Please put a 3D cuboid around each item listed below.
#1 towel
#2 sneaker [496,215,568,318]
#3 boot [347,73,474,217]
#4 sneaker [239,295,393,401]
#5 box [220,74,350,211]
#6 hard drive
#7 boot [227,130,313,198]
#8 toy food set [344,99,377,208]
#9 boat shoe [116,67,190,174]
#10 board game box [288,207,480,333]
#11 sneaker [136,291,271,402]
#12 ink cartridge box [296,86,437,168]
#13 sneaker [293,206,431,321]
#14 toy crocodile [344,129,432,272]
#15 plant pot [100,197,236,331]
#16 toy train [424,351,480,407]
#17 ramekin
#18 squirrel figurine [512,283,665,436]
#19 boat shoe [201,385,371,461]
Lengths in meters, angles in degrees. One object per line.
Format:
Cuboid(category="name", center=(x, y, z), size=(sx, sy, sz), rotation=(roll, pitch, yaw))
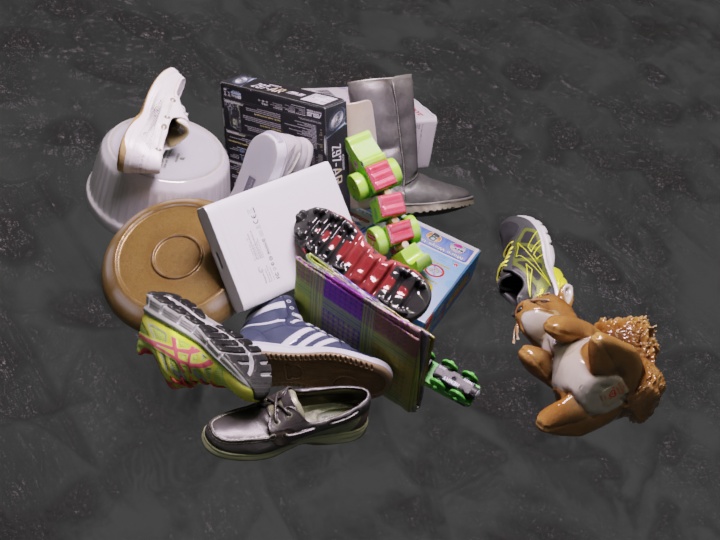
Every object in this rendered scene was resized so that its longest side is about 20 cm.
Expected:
Cuboid(category="towel", center=(0.001, 0.075, 1.512), size=(0.199, 0.144, 0.023), rotation=(32, 51, 25))
Cuboid(category="sneaker", center=(0.222, -0.007, 1.751), size=(0.084, 0.075, 0.201), rotation=(0, 40, -19))
Cuboid(category="boot", center=(0.072, -0.178, 1.824), size=(0.180, 0.072, 0.202), rotation=(-5, 84, -27))
Cuboid(category="sneaker", center=(-0.054, 0.090, 1.519), size=(0.198, 0.071, 0.109), rotation=(7, 37, 5))
Cuboid(category="box", center=(-0.102, -0.167, 1.723), size=(0.199, 0.162, 0.043), rotation=(18, 32, 38))
Cuboid(category="hard drive", center=(-0.095, -0.044, 1.571), size=(0.199, 0.027, 0.133), rotation=(-24, 94, -38))
Cuboid(category="boot", center=(-0.124, -0.085, 1.650), size=(0.073, 0.201, 0.095), rotation=(40, 22, 28))
Cuboid(category="toy food set", center=(-0.055, -0.173, 1.752), size=(0.199, 0.145, 0.060), rotation=(13, 29, 40))
Cuboid(category="boat shoe", center=(-0.255, -0.188, 1.664), size=(0.069, 0.071, 0.201), rotation=(16, 45, 0))
Cuboid(category="board game box", center=(0.031, -0.002, 1.691), size=(0.199, 0.056, 0.196), rotation=(26, 38, 14))
Cuboid(category="sneaker", center=(-0.181, 0.105, 1.455), size=(0.199, 0.091, 0.078), rotation=(33, 12, 33))
Cuboid(category="ink cartridge box", center=(-0.007, -0.211, 1.907), size=(0.198, 0.085, 0.145), rotation=(-6, 32, -26))
Cuboid(category="sneaker", center=(0.000, 0.000, 1.556), size=(0.200, 0.098, 0.071), rotation=(37, 78, 13))
Cuboid(category="toy crocodile", center=(0.034, -0.086, 1.647), size=(0.067, 0.062, 0.202), rotation=(-18, 83, -20))
Cuboid(category="plant pot", center=(-0.223, -0.012, 1.567), size=(0.198, 0.028, 0.202), rotation=(-2, 59, 3))
Cuboid(category="toy train", center=(0.059, 0.111, 1.554), size=(0.199, 0.057, 0.042), rotation=(29, 66, 20))
Cuboid(category="ramekin", center=(-0.265, -0.126, 1.713), size=(0.200, 0.095, 0.203), rotation=(10, 37, -8))
Cuboid(category="squirrel figurine", center=(0.284, 0.106, 1.610), size=(0.198, 0.142, 0.187), rotation=(12, 24, -28))
Cuboid(category="boat shoe", center=(-0.080, 0.162, 1.433), size=(0.199, 0.066, 0.072), rotation=(-4, 42, -24))
